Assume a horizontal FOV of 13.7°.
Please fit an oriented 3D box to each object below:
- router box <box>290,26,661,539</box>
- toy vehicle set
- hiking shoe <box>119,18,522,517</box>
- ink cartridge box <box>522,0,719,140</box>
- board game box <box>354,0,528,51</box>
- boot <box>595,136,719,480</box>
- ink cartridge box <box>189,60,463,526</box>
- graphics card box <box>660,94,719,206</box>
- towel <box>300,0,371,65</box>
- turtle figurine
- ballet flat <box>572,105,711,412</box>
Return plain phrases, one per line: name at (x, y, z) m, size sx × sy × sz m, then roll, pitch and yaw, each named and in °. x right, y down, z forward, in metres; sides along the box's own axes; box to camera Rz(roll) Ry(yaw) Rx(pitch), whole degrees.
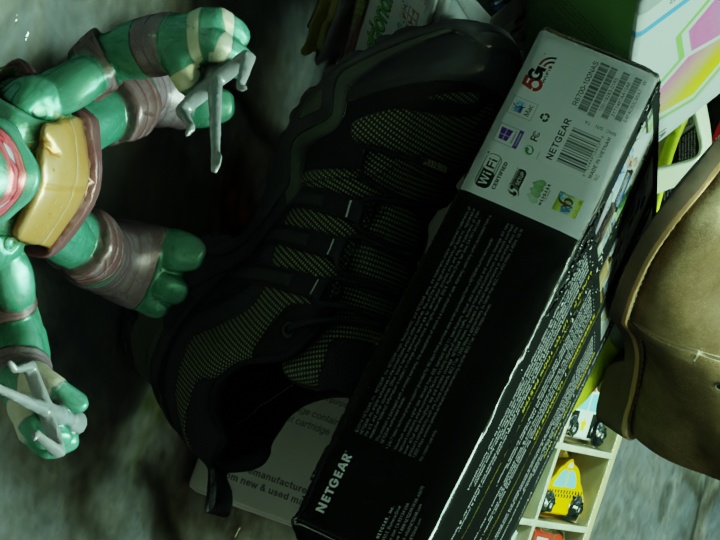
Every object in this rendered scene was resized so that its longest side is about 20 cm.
router box at (0.046, 0.034, 1.077) m, size 0.201 × 0.051 × 0.149 m, roll -62°, pitch 166°, yaw -17°
toy vehicle set at (0.053, 0.088, 1.244) m, size 0.200 × 0.026 × 0.125 m, roll 16°, pitch 92°, yaw -64°
hiking shoe at (0.000, 0.000, 1.088) m, size 0.076 × 0.101 × 0.200 m, roll 16°, pitch 125°, yaw -44°
ink cartridge box at (0.118, -0.103, 1.120) m, size 0.104 × 0.059 × 0.200 m, roll -38°, pitch 161°, yaw -14°
board game box at (0.089, -0.144, 1.124) m, size 0.200 × 0.035 × 0.126 m, roll -33°, pitch 160°, yaw -27°
boot at (0.138, 0.020, 1.133) m, size 0.074 × 0.075 × 0.200 m, roll -46°, pitch 159°, yaw -20°
ink cartridge box at (0.022, 0.019, 1.268) m, size 0.145 × 0.084 × 0.201 m, roll 29°, pitch 80°, yaw -66°
graphics card box at (0.132, -0.036, 1.337) m, size 0.200 × 0.051 × 0.126 m, roll -39°, pitch -139°, yaw 53°
towel at (0.067, -0.159, 1.138) m, size 0.200 × 0.023 × 0.144 m, roll -32°, pitch 159°, yaw -30°
turtle figurine at (-0.093, -0.028, 0.969) m, size 0.150 × 0.100 × 0.200 m, roll -61°, pitch 174°, yaw 9°
ballet flat at (0.106, -0.028, 1.210) m, size 0.067 × 0.067 × 0.201 m, roll 56°, pitch 40°, yaw -47°
